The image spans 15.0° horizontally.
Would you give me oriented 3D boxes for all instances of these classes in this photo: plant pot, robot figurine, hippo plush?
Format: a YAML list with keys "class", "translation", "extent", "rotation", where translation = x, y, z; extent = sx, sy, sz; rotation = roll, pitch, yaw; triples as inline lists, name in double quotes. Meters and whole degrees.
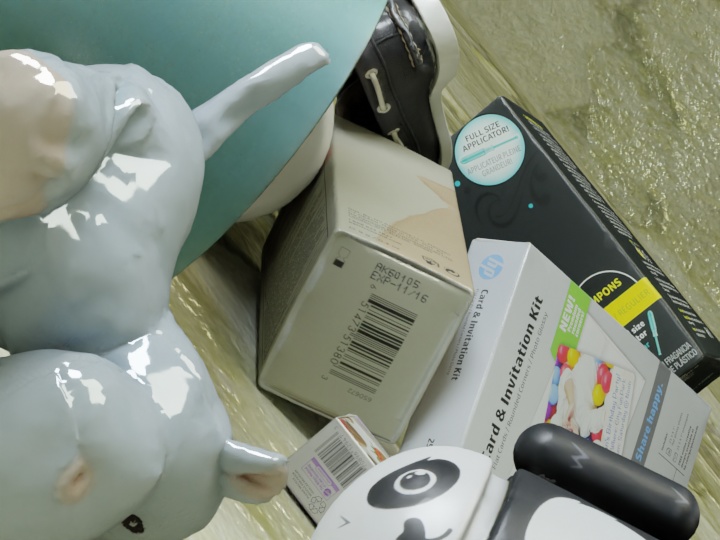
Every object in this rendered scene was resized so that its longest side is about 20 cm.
- class: "plant pot"
  translation: [-0.109, -0.112, 1.147]
  extent: [0.161, 0.201, 0.201]
  rotation: [37, 14, -19]
- class: "robot figurine"
  translation: [0.070, 0.147, 1.038]
  extent: [0.200, 0.125, 0.150]
  rotation: [27, 22, 1]
- class: "hippo plush"
  translation: [-0.112, 0.018, 0.896]
  extent: [0.200, 0.159, 0.161]
  rotation: [-8, 88, -61]

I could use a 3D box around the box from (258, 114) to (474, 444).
- class: "box"
  translation: [0.000, 0.000, 1.401]
  extent: [0.078, 0.095, 0.200]
  rotation: [24, 18, -9]

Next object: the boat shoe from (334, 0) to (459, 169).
- class: "boat shoe"
  translation: [0.014, -0.096, 1.508]
  extent: [0.074, 0.060, 0.200]
  rotation: [62, -10, 15]

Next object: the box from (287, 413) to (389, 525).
- class: "box"
  translation: [0.039, 0.153, 1.229]
  extent: [0.200, 0.041, 0.039]
  rotation: [51, 10, 10]

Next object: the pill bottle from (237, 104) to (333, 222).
- class: "pill bottle"
  translation: [-0.072, -0.106, 1.481]
  extent: [0.114, 0.114, 0.200]
  rotation: [47, 11, -14]

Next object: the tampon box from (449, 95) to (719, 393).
- class: "tampon box"
  translation: [0.101, 0.022, 1.654]
  extent: [0.200, 0.150, 0.126]
  rotation: [52, 9, 13]

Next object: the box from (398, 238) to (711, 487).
- class: "box"
  translation: [0.099, 0.097, 1.405]
  extent: [0.041, 0.156, 0.200]
  rotation: [4, -25, 40]

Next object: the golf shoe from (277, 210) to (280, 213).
- class: "golf shoe"
  translation: [-0.001, -0.016, 1.571]
  extent: [0.200, 0.078, 0.094]
  rotation: [53, 11, 24]
